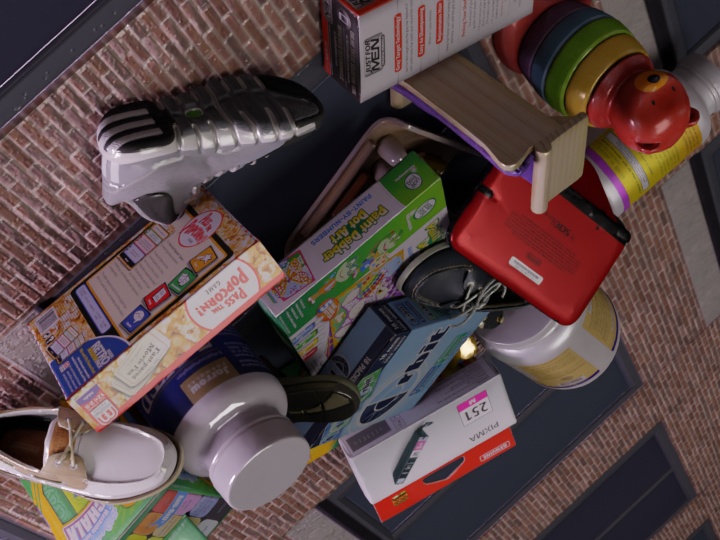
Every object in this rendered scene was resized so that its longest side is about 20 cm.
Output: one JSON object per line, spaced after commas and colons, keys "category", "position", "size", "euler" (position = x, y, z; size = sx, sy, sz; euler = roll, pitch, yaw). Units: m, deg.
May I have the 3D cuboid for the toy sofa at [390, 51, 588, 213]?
{"category": "toy sofa", "position": [0.103, -0.137, 1.225], "size": [0.098, 0.200, 0.083], "euler": [-37, 148, -23]}

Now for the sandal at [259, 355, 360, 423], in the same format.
{"category": "sandal", "position": [-0.086, 0.117, 1.351], "size": [0.080, 0.201, 0.057], "euler": [53, 42, -49]}

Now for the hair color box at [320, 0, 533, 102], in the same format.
{"category": "hair color box", "position": [0.062, -0.240, 1.191], "size": [0.200, 0.061, 0.102], "euler": [-30, 146, -22]}

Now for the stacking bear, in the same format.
{"category": "stacking bear", "position": [0.236, -0.189, 1.310], "size": [0.121, 0.200, 0.114], "euler": [-29, 145, -22]}

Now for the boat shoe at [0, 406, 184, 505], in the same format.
{"category": "boat shoe", "position": [-0.256, 0.161, 1.196], "size": [0.068, 0.200, 0.075], "euler": [51, 43, -59]}

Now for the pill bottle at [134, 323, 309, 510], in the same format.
{"category": "pill bottle", "position": [-0.138, 0.120, 1.254], "size": [0.120, 0.200, 0.120], "euler": [-29, 145, -23]}

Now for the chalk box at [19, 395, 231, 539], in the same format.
{"category": "chalk box", "position": [-0.214, 0.215, 1.279], "size": [0.125, 0.200, 0.124], "euler": [-49, 148, 9]}

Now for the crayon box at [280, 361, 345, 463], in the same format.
{"category": "crayon box", "position": [-0.086, 0.171, 1.502], "size": [0.200, 0.058, 0.119], "euler": [-28, 145, -23]}

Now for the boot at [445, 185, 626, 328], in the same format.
{"category": "boot", "position": [0.179, -0.010, 1.499], "size": [0.203, 0.074, 0.154], "euler": [7, 121, -10]}

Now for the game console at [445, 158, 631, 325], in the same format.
{"category": "game console", "position": [0.168, -0.069, 1.370], "size": [0.200, 0.119, 0.173], "euler": [33, 90, -34]}

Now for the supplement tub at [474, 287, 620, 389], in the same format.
{"category": "supplement tub", "position": [0.217, 0.054, 1.622], "size": [0.145, 0.145, 0.200], "euler": [-48, 147, 6]}

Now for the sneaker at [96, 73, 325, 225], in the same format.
{"category": "sneaker", "position": [-0.131, -0.097, 1.145], "size": [0.200, 0.075, 0.116], "euler": [-12, 142, -26]}

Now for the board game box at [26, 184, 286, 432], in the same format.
{"category": "board game box", "position": [-0.177, 0.025, 1.145], "size": [0.200, 0.151, 0.046], "euler": [-40, 124, -5]}

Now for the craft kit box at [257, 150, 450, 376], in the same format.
{"category": "craft kit box", "position": [0.000, 0.000, 1.292], "size": [0.197, 0.049, 0.200], "euler": [-43, 160, -8]}

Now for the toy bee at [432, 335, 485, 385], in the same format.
{"category": "toy bee", "position": [0.120, 0.125, 1.633], "size": [0.200, 0.109, 0.131], "euler": [-23, 141, -29]}

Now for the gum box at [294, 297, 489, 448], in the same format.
{"category": "gum box", "position": [0.034, 0.096, 1.420], "size": [0.200, 0.045, 0.170], "euler": [-14, 146, -55]}

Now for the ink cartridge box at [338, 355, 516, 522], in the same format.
{"category": "ink cartridge box", "position": [0.091, 0.213, 1.592], "size": [0.200, 0.044, 0.174], "euler": [-29, 131, -6]}

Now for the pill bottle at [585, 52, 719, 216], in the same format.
{"category": "pill bottle", "position": [0.325, -0.157, 1.535], "size": [0.200, 0.104, 0.104], "euler": [-40, 148, -5]}

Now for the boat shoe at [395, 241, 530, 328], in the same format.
{"category": "boat shoe", "position": [0.112, 0.016, 1.369], "size": [0.075, 0.062, 0.200], "euler": [-47, 153, 24]}

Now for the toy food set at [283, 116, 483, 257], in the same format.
{"category": "toy food set", "position": [0.027, -0.058, 1.356], "size": [0.143, 0.060, 0.200], "euler": [11, 123, -52]}
